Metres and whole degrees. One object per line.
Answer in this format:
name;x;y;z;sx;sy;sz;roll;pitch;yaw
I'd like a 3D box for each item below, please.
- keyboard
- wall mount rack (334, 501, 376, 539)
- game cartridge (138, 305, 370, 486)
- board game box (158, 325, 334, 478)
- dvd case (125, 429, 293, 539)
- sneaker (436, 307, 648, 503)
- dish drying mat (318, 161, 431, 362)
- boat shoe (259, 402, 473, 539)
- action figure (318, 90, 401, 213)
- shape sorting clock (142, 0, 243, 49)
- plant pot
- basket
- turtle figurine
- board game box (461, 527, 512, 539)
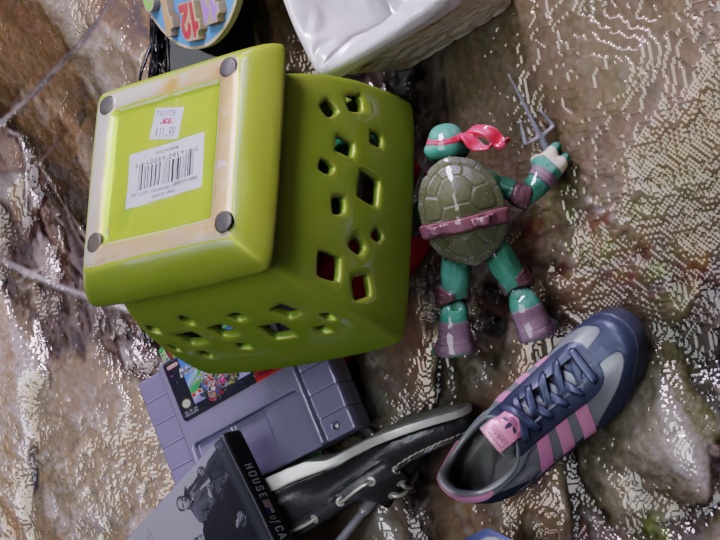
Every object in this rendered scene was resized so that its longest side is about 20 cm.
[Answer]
keyboard;-0.139;-0.224;1.541;0.104;0.040;0.201;-1;91;12
wall mount rack;0.006;0.291;1.451;0.200;0.074;0.174;34;115;28
game cartridge;-0.095;0.111;1.503;0.200;0.038;0.130;-30;81;31
board game box;-0.093;0.125;1.535;0.105;0.023;0.200;-39;72;28
dvd case;-0.122;0.247;1.489;0.200;0.025;0.151;-48;62;43
sneaker;0.135;0.109;1.338;0.070;0.082;0.200;49;118;22
dish drying mat;0.000;0.000;1.462;0.077;0.018;0.200;46;116;21
boat shoe;0.009;0.163;1.428;0.199;0.074;0.061;-25;84;20
action figure;-0.030;-0.063;1.445;0.200;0.055;0.118;-52;30;12
shape sorting clock;-0.147;-0.279;1.445;0.200;0.039;0.201;32;130;46
plant pot;-0.090;-0.048;1.317;0.199;0.181;0.200;-11;66;34
basket;0.013;-0.262;1.370;0.135;0.123;0.201;-27;79;32
turtle figurine;0.082;-0.040;1.351;0.149;0.101;0.201;-9;96;27
board game box;0.147;0.279;1.296;0.200;0.035;0.136;19;127;60
